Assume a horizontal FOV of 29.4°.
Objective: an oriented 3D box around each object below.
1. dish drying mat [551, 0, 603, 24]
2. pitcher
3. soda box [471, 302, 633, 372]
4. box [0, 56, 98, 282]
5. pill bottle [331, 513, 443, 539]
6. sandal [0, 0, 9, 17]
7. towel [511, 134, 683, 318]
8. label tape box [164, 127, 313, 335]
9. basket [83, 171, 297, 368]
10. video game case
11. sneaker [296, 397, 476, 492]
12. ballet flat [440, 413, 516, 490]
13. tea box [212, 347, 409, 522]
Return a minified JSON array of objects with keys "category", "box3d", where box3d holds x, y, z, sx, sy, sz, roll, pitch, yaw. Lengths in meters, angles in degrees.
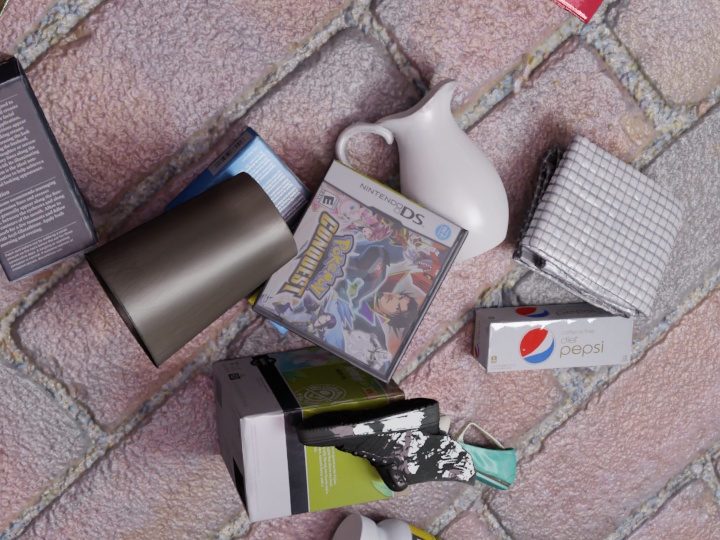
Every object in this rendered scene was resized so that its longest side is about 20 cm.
[{"category":"dish drying mat","box3d":[0.299,-0.404,1.661,0.077,0.018,0.201,29,98,-20]},{"category":"pitcher","box3d":[0.077,-0.106,1.646,0.171,0.121,0.201,-22,100,11]},{"category":"soda box","box3d":[0.247,0.084,1.766,0.199,0.064,0.069,-3,107,-15]},{"category":"box","box3d":[-0.377,-0.112,1.492,0.107,0.148,0.201,-24,110,-8]},{"category":"pill bottle","box3d":[0.062,0.390,1.779,0.199,0.112,0.112,28,97,-21]},{"category":"sandal","box3d":[-0.414,-0.296,1.476,0.079,0.057,0.202,20,100,-20]},{"category":"towel","box3d":[0.291,-0.051,1.707,0.199,0.085,0.166,27,79,-22]},{"category":"label tape box","box3d":[-0.113,-0.046,1.629,0.144,0.063,0.200,-43,112,-1]},{"category":"basket","box3d":[-0.181,-0.009,1.515,0.200,0.136,0.181,-34,155,-12]},{"category":"video game case","box3d":[0.000,0.000,1.580,0.180,0.026,0.201,28,86,5]},{"category":"sneaker","box3d":[0.030,0.204,1.530,0.199,0.060,0.105,-9,103,-18]},{"category":"ballet flat","box3d":[0.117,0.224,1.780,0.199,0.067,0.071,21,75,-20]},{"category":"tea box","box3d":[-0.061,0.186,1.639,0.196,0.200,0.134,-7,107,-15]}]
